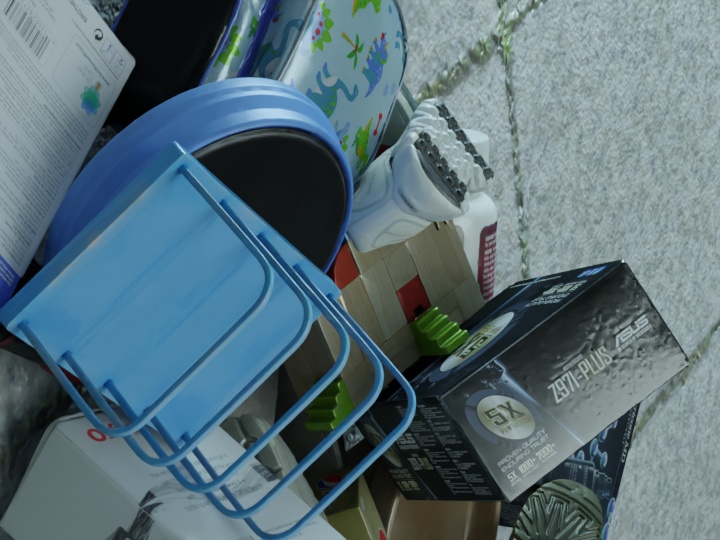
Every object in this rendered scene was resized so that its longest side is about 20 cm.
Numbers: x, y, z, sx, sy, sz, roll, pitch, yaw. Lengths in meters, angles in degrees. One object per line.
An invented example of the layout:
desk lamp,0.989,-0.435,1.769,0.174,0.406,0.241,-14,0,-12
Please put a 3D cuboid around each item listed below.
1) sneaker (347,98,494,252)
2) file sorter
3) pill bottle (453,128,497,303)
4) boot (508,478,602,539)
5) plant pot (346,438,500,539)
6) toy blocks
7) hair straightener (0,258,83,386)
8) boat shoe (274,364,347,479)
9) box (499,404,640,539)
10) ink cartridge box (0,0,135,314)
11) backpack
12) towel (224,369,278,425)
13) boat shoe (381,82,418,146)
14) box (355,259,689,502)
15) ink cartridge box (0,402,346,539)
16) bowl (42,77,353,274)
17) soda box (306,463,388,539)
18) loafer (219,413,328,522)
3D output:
sneaker,0.034,-0.060,1.561,0.075,0.081,0.200,53,17,-1
file sorter,-0.078,0.052,1.343,0.139,0.123,0.200,-43,145,3
pill bottle,0.044,-0.003,1.756,0.114,0.114,0.201,-17,112,-59
boot,0.109,0.276,1.908,0.175,0.066,0.200,-55,178,-37
plant pot,0.025,0.194,1.790,0.201,0.093,0.201,-28,122,-57
toy blocks,0.000,0.000,1.606,0.200,0.100,0.137,-38,112,-40
hair straightener,-0.191,0.021,1.421,0.200,0.041,0.077,24,67,-56
boat shoe,-0.032,0.110,1.692,0.063,0.073,0.201,-26,115,-54
box,0.146,0.127,1.987,0.200,0.107,0.149,42,60,-58
ink cartridge box,-0.206,-0.083,1.330,0.119,0.042,0.200,54,45,-40
backpack,-0.058,-0.125,1.505,0.183,0.147,0.200,-69,155,-15
towel,-0.102,0.109,1.600,0.132,0.034,0.201,-9,105,-61
boat shoe,0.002,-0.153,1.643,0.200,0.073,0.062,54,53,-25
box,0.103,0.079,1.616,0.164,0.200,0.086,-35,97,-17
ink cartridge box,-0.099,0.173,1.444,0.083,0.200,0.145,-59,158,20
bowl,-0.091,-0.020,1.394,0.200,0.039,0.201,-25,141,-22
soda box,0.003,0.242,1.656,0.068,0.064,0.200,-91,161,-68
loafer,-0.043,0.189,1.546,0.070,0.070,0.200,42,26,-67
